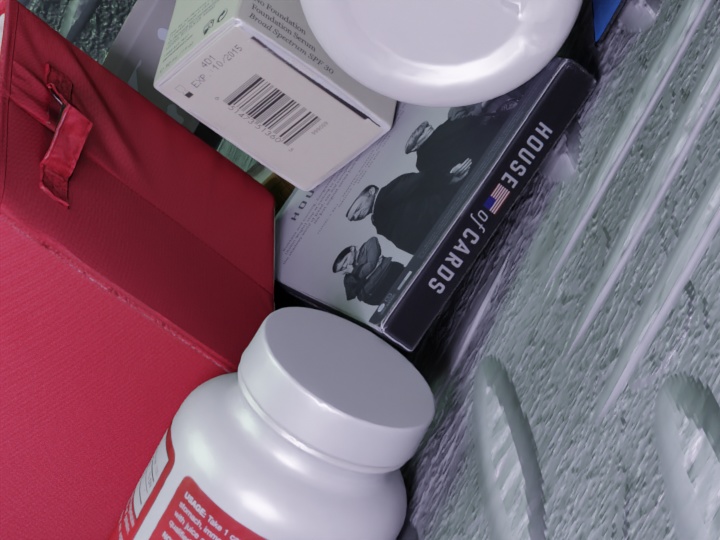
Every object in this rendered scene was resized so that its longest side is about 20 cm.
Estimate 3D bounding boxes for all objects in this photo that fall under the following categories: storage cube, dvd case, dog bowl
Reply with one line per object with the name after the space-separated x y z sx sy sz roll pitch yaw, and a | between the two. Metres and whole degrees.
-0.157 0.016 1.326 0.200 0.180 0.171 -40 30 24 | storage cube
0.023 -0.044 1.324 0.151 0.025 0.200 -55 21 -4 | dvd case
-0.108 -0.085 1.506 0.201 0.058 0.200 -64 -1 -2 | dog bowl

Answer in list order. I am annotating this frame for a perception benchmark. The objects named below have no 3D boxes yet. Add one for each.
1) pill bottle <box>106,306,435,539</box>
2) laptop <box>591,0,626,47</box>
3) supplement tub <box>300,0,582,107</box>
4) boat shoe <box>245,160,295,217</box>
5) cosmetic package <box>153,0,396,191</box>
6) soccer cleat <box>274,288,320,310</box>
-0.049 0.120 1.233 0.201 0.112 0.112 -60 11 25 | pill bottle
0.112 -0.245 1.291 0.115 0.200 0.188 -26 23 15 | laptop
0.041 -0.174 1.294 0.132 0.131 0.200 -59 12 29 | supplement tub
-0.080 -0.005 1.475 0.200 0.071 0.069 -48 41 0 | boat shoe
-0.028 -0.151 1.405 0.071 0.105 0.201 -34 33 40 | cosmetic package
0.000 0.000 1.408 0.201 0.067 0.081 -65 11 -19 | soccer cleat
